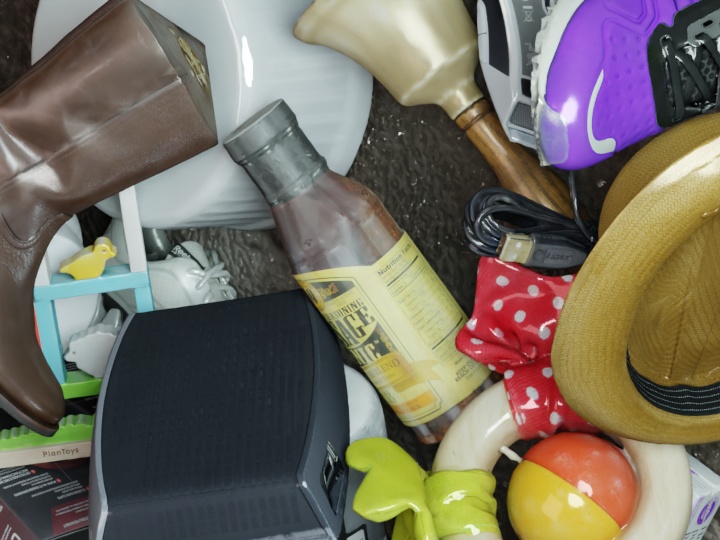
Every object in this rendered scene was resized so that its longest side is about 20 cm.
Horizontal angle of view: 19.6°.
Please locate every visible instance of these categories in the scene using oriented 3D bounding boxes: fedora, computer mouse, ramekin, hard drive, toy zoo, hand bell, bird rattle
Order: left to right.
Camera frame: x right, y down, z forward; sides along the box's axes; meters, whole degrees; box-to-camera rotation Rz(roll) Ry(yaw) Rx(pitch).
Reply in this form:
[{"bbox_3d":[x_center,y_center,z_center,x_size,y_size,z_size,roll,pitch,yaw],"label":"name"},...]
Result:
[{"bbox_3d":[-0.183,0.013,1.175,0.131,0.020,0.201,-8,110,-2],"label":"toy zoo"},{"bbox_3d":[-0.098,-0.117,1.201,0.200,0.098,0.201,9,104,39],"label":"ramekin"},{"bbox_3d":[-0.074,0.075,1.070,0.134,0.200,0.042,-8,119,3],"label":"hard drive"},{"bbox_3d":[0.064,-0.076,1.097,0.104,0.104,0.200,-39,86,37],"label":"hand bell"},{"bbox_3d":[0.090,0.098,1.043,0.163,0.200,0.113,34,155,22],"label":"bird rattle"},{"bbox_3d":[0.096,-0.097,1.059,0.044,0.109,0.201,161,107,-65],"label":"computer mouse"},{"bbox_3d":[0.167,-0.008,0.969,0.201,0.200,0.082,-59,35,30],"label":"fedora"}]

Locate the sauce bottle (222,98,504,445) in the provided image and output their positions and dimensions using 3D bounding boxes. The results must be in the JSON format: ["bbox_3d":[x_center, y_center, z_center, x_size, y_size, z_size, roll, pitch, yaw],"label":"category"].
[{"bbox_3d":[0.000,0.000,1.118,0.066,0.066,0.200,-30,101,39],"label":"sauce bottle"}]

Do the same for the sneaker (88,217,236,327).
[{"bbox_3d":[-0.097,0.034,1.250,0.200,0.075,0.081,37,111,29],"label":"sneaker"}]

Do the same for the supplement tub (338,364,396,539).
[{"bbox_3d":[-0.035,0.159,1.161,0.122,0.122,0.201,15,127,37],"label":"supplement tub"}]

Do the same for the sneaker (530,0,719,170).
[{"bbox_3d":[0.154,-0.104,0.933,0.099,0.200,0.070,14,129,32],"label":"sneaker"}]

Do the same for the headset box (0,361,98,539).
[{"bbox_3d":[-0.200,0.126,1.298,0.200,0.148,0.075,41,123,26],"label":"headset box"}]

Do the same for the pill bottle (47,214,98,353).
[{"bbox_3d":[-0.237,-0.027,1.283,0.200,0.114,0.115,49,128,50],"label":"pill bottle"}]

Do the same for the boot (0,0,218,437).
[{"bbox_3d":[-0.144,-0.030,1.124,0.200,0.064,0.187,-32,112,1],"label":"boot"}]

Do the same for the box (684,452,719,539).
[{"bbox_3d":[0.128,0.185,1.094,0.041,0.039,0.201,35,114,29],"label":"box"}]
